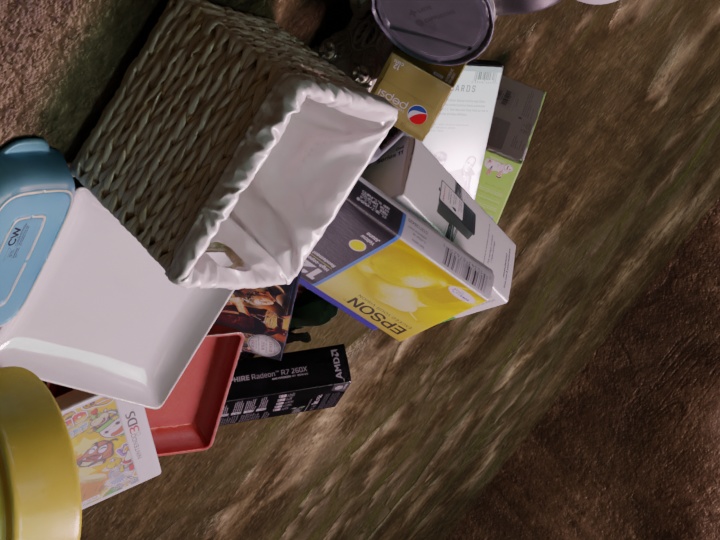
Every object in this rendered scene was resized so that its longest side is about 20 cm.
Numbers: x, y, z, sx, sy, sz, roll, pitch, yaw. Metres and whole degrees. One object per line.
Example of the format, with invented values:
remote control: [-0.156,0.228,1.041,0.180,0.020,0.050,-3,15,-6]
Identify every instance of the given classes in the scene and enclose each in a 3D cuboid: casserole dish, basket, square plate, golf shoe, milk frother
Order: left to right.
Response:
casserole dish: [-0.299,-0.017,1.121,0.121,0.039,0.201,-14,139,-58]
square plate: [-0.224,0.027,1.262,0.198,0.029,0.199,20,112,-38]
basket: [-0.106,-0.110,1.166,0.201,0.161,0.198,-55,160,16]
golf shoe: [0.008,-0.219,1.344,0.201,0.078,0.097,-56,165,22]
milk frother: [0.095,-0.325,1.197,0.201,0.179,0.189,51,47,-29]

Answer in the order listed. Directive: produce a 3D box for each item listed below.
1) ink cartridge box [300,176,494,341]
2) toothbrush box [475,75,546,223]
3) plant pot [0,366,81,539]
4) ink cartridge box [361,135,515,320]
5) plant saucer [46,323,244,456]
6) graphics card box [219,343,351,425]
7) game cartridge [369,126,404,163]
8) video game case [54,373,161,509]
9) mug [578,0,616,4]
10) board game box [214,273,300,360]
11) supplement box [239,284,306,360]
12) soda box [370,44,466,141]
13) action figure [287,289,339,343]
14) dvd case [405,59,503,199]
ink cartridge box: [0.000,0.000,1.398,0.199,0.197,0.047,-31,-144,44]
toothbrush box: [0.153,-0.123,1.710,0.201,0.085,0.147,106,6,-48]
plant pot: [-0.365,0.194,1.162,0.187,0.201,0.202,-6,136,-39]
ink cartridge box: [0.051,-0.034,1.445,0.200,0.145,0.084,43,44,-34]
plant saucer: [-0.234,0.125,1.410,0.197,0.037,0.201,-5,140,-24]
graphics card box: [-0.117,0.137,1.579,0.197,0.052,0.126,-7,162,-12]
game cartridge: [-0.027,-0.117,1.348,0.132,0.041,0.200,-18,-169,19]
video game case: [-0.307,0.195,1.384,0.198,0.023,0.183,-23,144,-16]
mug: [0.286,-0.386,1.521,0.186,0.150,0.154,-34,164,-17]
board game box: [-0.128,0.004,1.374,0.201,0.134,0.035,105,0,-50]
supplement box: [-0.104,0.005,1.521,0.201,0.061,0.109,-52,159,6]
soda box: [0.065,-0.201,1.322,0.064,0.067,0.200,-61,-179,30]
action figure: [-0.070,0.047,1.601,0.199,0.055,0.119,-28,-151,42]
dvd case: [0.070,-0.136,1.500,0.148,0.025,0.203,0,116,-22]
